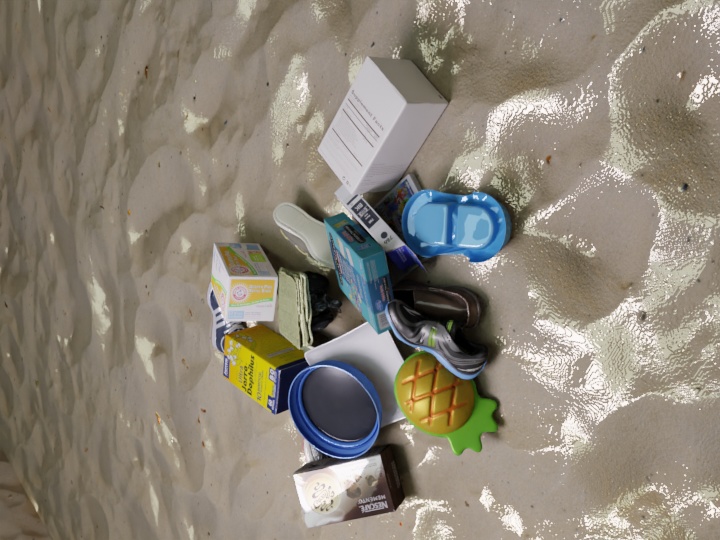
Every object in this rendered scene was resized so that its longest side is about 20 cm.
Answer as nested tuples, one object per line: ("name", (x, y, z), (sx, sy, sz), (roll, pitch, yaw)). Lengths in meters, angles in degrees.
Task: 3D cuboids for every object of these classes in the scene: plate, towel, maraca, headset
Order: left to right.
("towel", (-0.133, 0.073, 1.396), (0.199, 0.036, 0.153), (-170, 77, -70))
("headset", (-0.104, 0.068, 1.436), (0.198, 0.092, 0.127), (-1, 99, 56))
("plate", (0.014, 0.207, 1.348), (0.198, 0.032, 0.202), (-27, 96, 29))
("maraca", (0.148, 0.230, 1.216), (0.199, 0.107, 0.138), (39, 93, 14))

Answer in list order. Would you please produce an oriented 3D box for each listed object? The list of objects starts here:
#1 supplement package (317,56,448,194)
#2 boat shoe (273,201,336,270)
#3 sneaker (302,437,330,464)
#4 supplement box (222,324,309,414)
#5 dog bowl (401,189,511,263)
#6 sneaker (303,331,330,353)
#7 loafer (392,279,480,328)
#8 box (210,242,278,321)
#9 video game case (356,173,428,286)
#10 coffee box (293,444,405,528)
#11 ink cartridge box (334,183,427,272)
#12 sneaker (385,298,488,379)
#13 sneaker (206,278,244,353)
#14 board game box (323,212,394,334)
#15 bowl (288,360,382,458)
("supplement package", (0.036, -0.251, 1.210), (0.121, 0.120, 0.201), (52, 129, 23))
("boat shoe", (-0.096, -0.063, 1.423), (0.200, 0.072, 0.061), (38, 164, 18))
("sneaker", (-0.055, 0.423, 1.485), (0.074, 0.080, 0.203), (-33, 81, 23))
("supplement box", (-0.209, 0.218, 1.560), (0.198, 0.108, 0.112), (24, 115, 39))
("dog bowl", (0.163, -0.076, 1.160), (0.196, 0.049, 0.115), (8, 100, 36))
("sneaker", (-0.076, 0.199, 1.453), (0.198, 0.066, 0.092), (25, 111, 34))
("loafer", (0.122, 0.066, 1.229), (0.197, 0.070, 0.075), (8, 105, 43))
("box", (-0.257, 0.022, 1.512), (0.200, 0.110, 0.104), (-132, 47, -59))
("video game case", (0.065, -0.063, 1.295), (0.199, 0.018, 0.146), (-40, 70, 42))
("coffee box", (-0.023, 0.433, 1.390), (0.196, 0.080, 0.116), (-16, 86, 18))
("ink cartridge box", (0.036, -0.068, 1.242), (0.039, 0.100, 0.200), (-42, 64, 0))
("sneaker", (0.131, 0.103, 1.177), (0.197, 0.071, 0.083), (32, 126, 0))
("sneaker", (-0.313, 0.116, 1.665), (0.107, 0.069, 0.205), (25, 122, 43))
("board game box", (0.000, 0.000, 1.268), (0.200, 0.046, 0.154), (-132, 26, -58))
("bowl", (-0.048, 0.269, 1.357), (0.196, 0.039, 0.206), (9, 113, 21))
